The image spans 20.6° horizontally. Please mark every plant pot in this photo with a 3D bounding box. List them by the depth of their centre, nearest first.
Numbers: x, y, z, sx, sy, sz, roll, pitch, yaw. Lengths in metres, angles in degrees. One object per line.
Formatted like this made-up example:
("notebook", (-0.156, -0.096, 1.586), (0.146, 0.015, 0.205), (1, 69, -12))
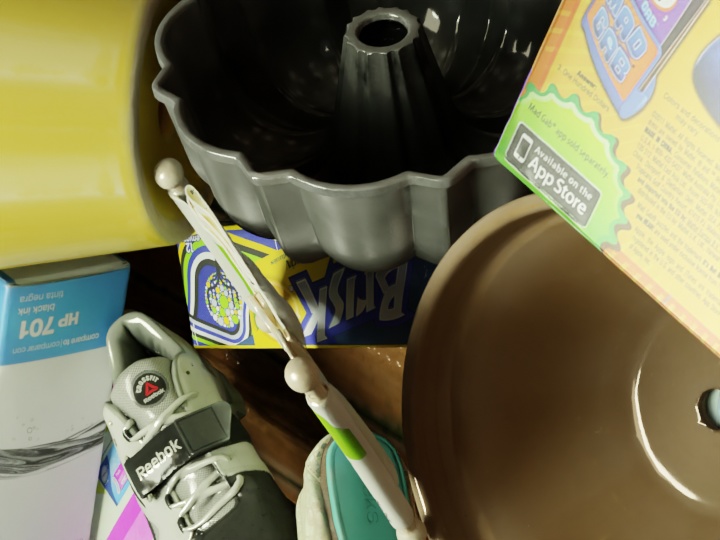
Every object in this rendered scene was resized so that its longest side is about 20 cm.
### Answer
("plant pot", (0.117, 0.063, 0.778), (0.200, 0.092, 0.203), (11, 105, 46))
("plant pot", (-0.169, -0.082, 0.927), (0.187, 0.201, 0.203), (5, 103, 16))

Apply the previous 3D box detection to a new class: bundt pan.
("bundt pan", (0.014, -0.074, 0.856), (0.201, 0.201, 0.076), (34, 148, 37))

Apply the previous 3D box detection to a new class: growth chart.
("growth chart", (-0.028, 0.034, 0.845), (0.145, 0.018, 0.200), (58, 176, -39))

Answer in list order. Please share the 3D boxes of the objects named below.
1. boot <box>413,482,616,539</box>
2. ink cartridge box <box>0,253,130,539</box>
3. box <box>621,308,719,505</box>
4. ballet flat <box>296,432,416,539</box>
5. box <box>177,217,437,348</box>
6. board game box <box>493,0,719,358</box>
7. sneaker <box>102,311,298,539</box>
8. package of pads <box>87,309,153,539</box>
("boot", (0.052, 0.157, 0.902), (0.199, 0.075, 0.108), (-29, 40, 47))
("ink cartridge box", (-0.212, 0.064, 1.086), (0.146, 0.085, 0.202), (29, 116, 38))
("box", (0.161, 0.035, 0.822), (0.200, 0.041, 0.120), (33, 121, 40))
("ballet flat", (0.005, 0.166, 0.876), (0.063, 0.067, 0.201), (120, 153, -48))
("box", (0.000, 0.000, 0.959), (0.199, 0.070, 0.065), (-3, 100, 47))
("board game box", (0.205, -0.071, 0.635), (0.200, 0.199, 0.201), (45, 127, 31))
("sneaker", (-0.089, 0.092, 0.972), (0.074, 0.089, 0.200), (-36, 35, 1))
("package of pads", (-0.153, 0.138, 1.149), (0.155, 0.068, 0.201), (51, 129, 27))
